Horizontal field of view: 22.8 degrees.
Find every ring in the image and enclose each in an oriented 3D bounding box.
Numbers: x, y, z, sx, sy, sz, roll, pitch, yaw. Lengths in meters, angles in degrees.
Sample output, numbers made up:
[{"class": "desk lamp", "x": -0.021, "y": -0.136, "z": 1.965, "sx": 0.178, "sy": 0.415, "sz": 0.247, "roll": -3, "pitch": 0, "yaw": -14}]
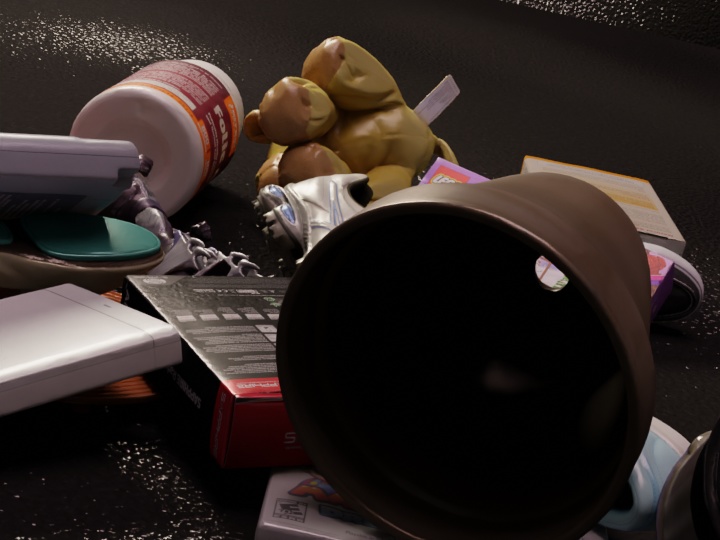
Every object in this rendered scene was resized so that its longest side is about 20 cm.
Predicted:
[{"class": "ring", "x": -0.195, "y": 0.048, "z": 1.149, "sx": 0.198, "sy": 0.019, "sz": 0.201, "roll": 11, "pitch": 18, "yaw": -3}]

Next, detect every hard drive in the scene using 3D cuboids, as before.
[{"class": "hard drive", "x": -0.220, "y": 0.052, "z": 1.021, "sx": 0.199, "sy": 0.027, "sz": 0.131, "roll": -16, "pitch": 22, "yaw": -37}]

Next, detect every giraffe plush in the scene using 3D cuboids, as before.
[{"class": "giraffe plush", "x": -0.028, "y": -0.096, "z": 1.511, "sx": 0.199, "sy": 0.174, "sz": 0.161, "roll": -25, "pitch": 3, "yaw": -42}]

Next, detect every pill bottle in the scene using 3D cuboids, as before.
[{"class": "pill bottle", "x": -0.167, "y": -0.116, "z": 1.522, "sx": 0.113, "sy": 0.115, "sz": 0.200, "roll": 14, "pitch": 18, "yaw": 6}]

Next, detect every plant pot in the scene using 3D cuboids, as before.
[{"class": "plant pot", "x": 0.080, "y": 0.029, "z": 0.969, "sx": 0.198, "sy": 0.202, "sz": 0.173, "roll": 19, "pitch": 29, "yaw": 19}]

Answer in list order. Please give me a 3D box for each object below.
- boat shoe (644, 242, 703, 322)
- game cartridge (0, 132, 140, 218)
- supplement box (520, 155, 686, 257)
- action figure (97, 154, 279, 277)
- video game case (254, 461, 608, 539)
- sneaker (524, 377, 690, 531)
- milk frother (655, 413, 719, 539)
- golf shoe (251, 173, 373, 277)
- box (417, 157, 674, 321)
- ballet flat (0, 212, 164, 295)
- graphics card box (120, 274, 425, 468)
[{"class": "boat shoe", "x": 0.188, "y": 0.008, "z": 1.455, "sx": 0.198, "sy": 0.070, "sz": 0.066, "roll": 19, "pitch": 28, "yaw": -10}, {"class": "game cartridge", "x": -0.247, "y": -0.046, "z": 1.194, "sx": 0.132, "sy": 0.041, "sz": 0.199, "roll": -4, "pitch": -14, "yaw": -34}, {"class": "supplement box", "x": 0.205, "y": -0.033, "z": 1.589, "sx": 0.125, "sy": 0.074, "sz": 0.200, "roll": 12, "pitch": 17, "yaw": -3}, {"class": "action figure", "x": -0.146, "y": -0.030, "z": 1.310, "sx": 0.200, "sy": 0.069, "sz": 0.130, "roll": 42, "pitch": 1, "yaw": 40}, {"class": "video game case", "x": 0.045, "y": 0.137, "z": 1.029, "sx": 0.198, "sy": 0.024, "sz": 0.182, "roll": 12, "pitch": 17, "yaw": 0}, {"class": "sneaker", "x": 0.105, "y": 0.091, "z": 1.055, "sx": 0.199, "sy": 0.075, "sz": 0.082, "roll": 23, "pitch": 16, "yaw": 33}, {"class": "milk frother", "x": 0.185, "y": 0.159, "z": 0.889, "sx": 0.198, "sy": 0.182, "sz": 0.188, "roll": -15, "pitch": -15, "yaw": -2}, {"class": "golf shoe", "x": 0.000, "y": 0.000, "z": 1.228, "sx": 0.096, "sy": 0.079, "sz": 0.201, "roll": -21, "pitch": 51, "yaw": -9}, {"class": "box", "x": 0.105, "y": 0.013, "z": 1.276, "sx": 0.199, "sy": 0.039, "sz": 0.137, "roll": 25, "pitch": 61, "yaw": 22}, {"class": "ballet flat", "x": -0.225, "y": -0.004, "z": 1.152, "sx": 0.198, "sy": 0.070, "sz": 0.069, "roll": 7, "pitch": 18, "yaw": -30}, {"class": "graphics card box", "x": -0.060, "y": 0.057, "z": 1.088, "sx": 0.124, "sy": 0.051, "sz": 0.200, "roll": 0, "pitch": 21, "yaw": -28}]
